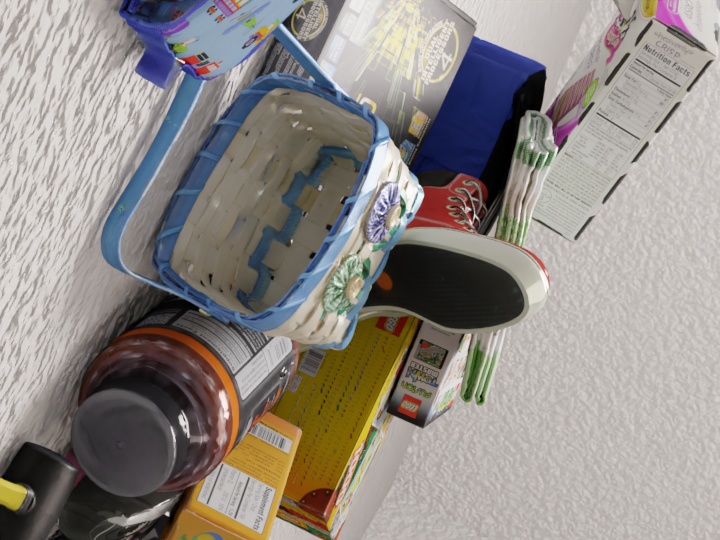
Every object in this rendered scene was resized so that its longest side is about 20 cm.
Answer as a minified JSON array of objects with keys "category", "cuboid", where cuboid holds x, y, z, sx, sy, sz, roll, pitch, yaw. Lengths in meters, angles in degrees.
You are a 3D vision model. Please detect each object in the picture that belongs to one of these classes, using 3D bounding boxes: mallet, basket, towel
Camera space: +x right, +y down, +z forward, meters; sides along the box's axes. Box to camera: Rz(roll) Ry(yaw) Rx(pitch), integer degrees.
[{"category":"mallet","cuboid":[-0.202,0.111,1.019,0.066,0.041,0.200,-61,168,-16]},{"category":"basket","cuboid":[-0.059,-0.051,1.134,0.200,0.139,0.177,33,83,-46]},{"category":"towel","cuboid":[0.111,-0.012,1.370,0.149,0.030,0.201,-61,164,-76]}]

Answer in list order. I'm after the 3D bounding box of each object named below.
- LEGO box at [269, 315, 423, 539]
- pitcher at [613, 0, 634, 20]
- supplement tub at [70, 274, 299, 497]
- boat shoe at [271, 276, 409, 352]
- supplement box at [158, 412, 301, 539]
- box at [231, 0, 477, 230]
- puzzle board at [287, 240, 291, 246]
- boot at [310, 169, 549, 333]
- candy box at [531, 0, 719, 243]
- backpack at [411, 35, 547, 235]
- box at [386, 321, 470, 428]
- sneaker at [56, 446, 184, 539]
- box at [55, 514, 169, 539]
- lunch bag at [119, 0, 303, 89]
[{"category":"LEGO box","cuboid":[-0.016,0.106,1.490,0.149,0.077,0.201,80,34,-74]},{"category":"pitcher","cuboid":[0.133,-0.289,1.347,0.122,0.199,0.172,-59,170,-30]},{"category":"supplement tub","cuboid":[-0.118,0.077,1.203,0.107,0.106,0.200,-67,171,23]},{"category":"boat shoe","cuboid":[0.000,0.002,1.401,0.198,0.066,0.075,-24,138,-20]},{"category":"supplement box","cuboid":[-0.094,0.162,1.294,0.067,0.069,0.200,-61,-178,19]},{"category":"box","cuboid":[-0.009,-0.118,1.294,0.161,0.049,0.201,27,89,-54]},{"category":"puzzle board","cuboid":[-0.098,0.026,1.498,0.151,0.017,0.200,-60,170,-24]},{"category":"boot","cuboid":[0.073,-0.025,1.251,0.144,0.199,0.073,-37,119,-36]},{"category":"candy box","cuboid":[0.203,-0.138,1.442,0.200,0.061,0.137,-55,-171,33]},{"category":"backpack","cuboid":[0.050,-0.097,1.508,0.201,0.167,0.162,-69,166,14]},{"category":"box","cuboid":[0.070,0.069,1.543,0.200,0.035,0.111,3,110,-82]},{"category":"sneaker","cuboid":[-0.163,0.160,1.265,0.087,0.080,0.200,-64,171,13]},{"category":"box","cuboid":[-0.147,0.276,1.295,0.118,0.196,0.200,-66,172,20]},{"category":"lunch bag","cuboid":[-0.050,-0.178,0.962,0.201,0.094,0.151,-55,175,0]}]
